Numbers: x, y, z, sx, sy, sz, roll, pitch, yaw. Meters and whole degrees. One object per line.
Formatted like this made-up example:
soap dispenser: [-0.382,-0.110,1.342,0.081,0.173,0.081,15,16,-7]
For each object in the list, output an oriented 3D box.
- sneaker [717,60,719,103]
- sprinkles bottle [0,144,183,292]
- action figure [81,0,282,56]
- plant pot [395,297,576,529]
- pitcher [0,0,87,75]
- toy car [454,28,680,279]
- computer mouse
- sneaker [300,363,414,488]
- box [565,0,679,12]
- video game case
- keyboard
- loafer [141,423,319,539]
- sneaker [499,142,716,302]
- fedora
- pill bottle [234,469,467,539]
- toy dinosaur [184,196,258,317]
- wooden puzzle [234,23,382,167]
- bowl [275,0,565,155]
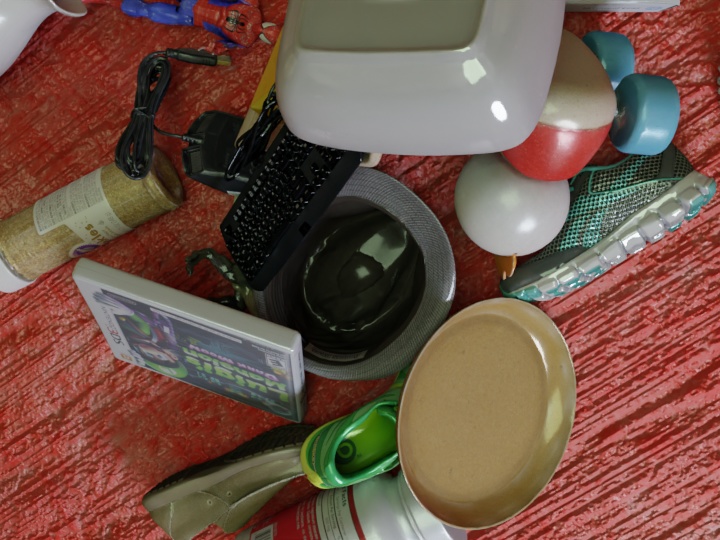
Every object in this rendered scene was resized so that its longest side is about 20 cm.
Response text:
sneaker: [0.370,-0.109,0.805,0.099,0.070,0.201,-25,96,6]
sprinkles bottle: [-0.268,-0.049,0.928,0.199,0.068,0.069,-25,92,13]
action figure: [-0.167,-0.238,0.873,0.199,0.099,0.066,18,101,5]
plant pot: [0.106,0.121,0.846,0.199,0.027,0.201,-5,99,-34]
pitcher: [-0.353,-0.256,0.901,0.199,0.121,0.172,-24,52,19]
toy car: [0.125,-0.091,0.808,0.183,0.177,0.201,4,123,-13]
computer mouse: [-0.117,-0.131,0.899,0.199,0.046,0.141,6,70,-7]
sneaker: [0.041,0.130,0.865,0.200,0.084,0.074,-37,101,-14]
box: [0.161,-0.292,0.797,0.199,0.041,0.157,-3,97,-8]
video game case: [-0.145,0.068,0.874,0.199,0.182,0.023,18,64,8]
keyboard: [-0.075,-0.070,0.786,0.104,0.039,0.200,60,137,19]
loafer: [-0.111,0.204,0.932,0.199,0.076,0.068,-23,96,19]
sneaker: [0.199,-0.046,0.848,0.199,0.078,0.092,-33,74,10]
fedora: [0.000,0.000,0.871,0.177,0.090,0.200,37,112,7]
pill bottle: [-0.010,0.252,0.895,0.199,0.112,0.113,-28,91,13]
toy dinosaur: [-0.115,0.010,0.915,0.088,0.047,0.201,-15,91,-14]
wooden puzzle: [-0.021,-0.180,0.796,0.199,0.037,0.186,12,79,50]
bowl: [0.035,-0.184,0.677,0.199,0.075,0.201,5,72,22]
